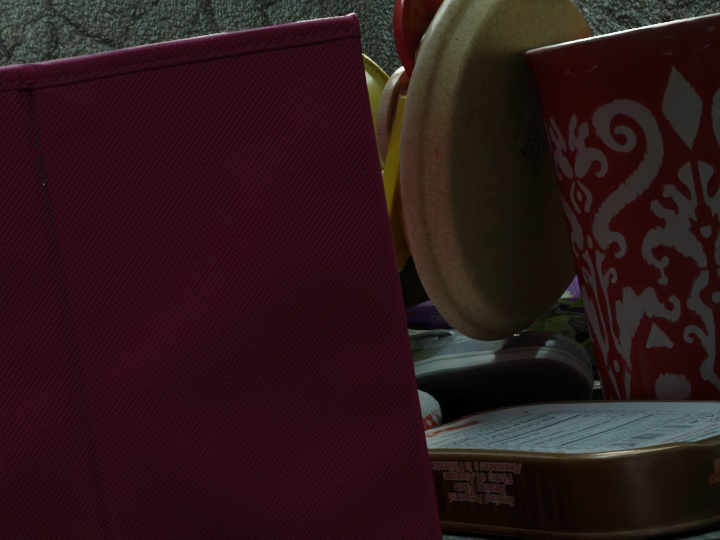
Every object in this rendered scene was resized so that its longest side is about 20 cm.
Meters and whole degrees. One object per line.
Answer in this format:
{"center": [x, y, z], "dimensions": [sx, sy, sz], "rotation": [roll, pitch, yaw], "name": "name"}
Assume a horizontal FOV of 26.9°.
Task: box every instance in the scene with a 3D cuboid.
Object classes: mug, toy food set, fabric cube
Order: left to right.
{"center": [-0.094, 0.043, 0.495], "dimensions": [0.198, 0.202, 0.196], "rotation": [-10, 3, -13], "name": "fabric cube"}
{"center": [0.070, -0.065, 0.774], "dimensions": [0.048, 0.202, 0.197], "rotation": [7, -9, 35], "name": "toy food set"}
{"center": [0.171, -0.022, 0.743], "dimensions": [0.132, 0.203, 0.177], "rotation": [-7, 6, 31], "name": "mug"}

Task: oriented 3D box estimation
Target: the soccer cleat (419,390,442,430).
{"center": [-0.016, 0.071, 0.733], "dimensions": [0.068, 0.086, 0.199], "rotation": [7, 13, 31], "name": "soccer cleat"}

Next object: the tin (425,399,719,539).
{"center": [0.092, 0.085, 0.666], "dimensions": [0.111, 0.042, 0.199], "rotation": [-7, 0, -37], "name": "tin"}

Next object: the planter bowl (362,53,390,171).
{"center": [-0.021, -0.040, 0.994], "dimensions": [0.083, 0.202, 0.200], "rotation": [-26, 8, -22], "name": "planter bowl"}

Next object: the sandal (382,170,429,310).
{"center": [0.000, 0.000, 0.867], "dimensions": [0.200, 0.080, 0.054], "rotation": [-47, 25, 21], "name": "sandal"}

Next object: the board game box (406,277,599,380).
{"center": [0.077, 0.038, 0.966], "dimensions": [0.197, 0.033, 0.120], "rotation": [-3, -25, 11], "name": "board game box"}

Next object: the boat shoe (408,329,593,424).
{"center": [0.053, 0.056, 0.867], "dimensions": [0.074, 0.065, 0.201], "rotation": [36, -30, -27], "name": "boat shoe"}
